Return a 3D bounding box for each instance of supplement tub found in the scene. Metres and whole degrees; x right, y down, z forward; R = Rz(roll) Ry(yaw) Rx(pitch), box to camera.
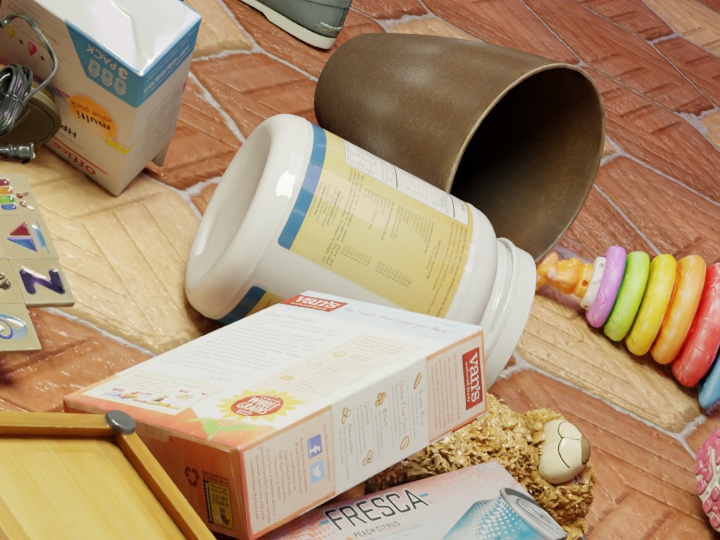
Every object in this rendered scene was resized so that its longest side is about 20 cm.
[{"bbox_3d":[0.000,0.000,1.398,0.200,0.145,0.145,27,22,-16],"label":"supplement tub"}]

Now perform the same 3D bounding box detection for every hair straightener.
[{"bbox_3d":[-0.235,-0.087,1.302,0.077,0.041,0.200,29,47,-15],"label":"hair straightener"}]

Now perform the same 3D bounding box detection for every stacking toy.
[{"bbox_3d":[0.222,0.022,1.746,0.200,0.116,0.110,18,22,0],"label":"stacking toy"}]

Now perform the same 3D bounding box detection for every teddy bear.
[{"bbox_3d":[0.066,0.105,1.296,0.200,0.067,0.145,27,25,-12],"label":"teddy bear"}]

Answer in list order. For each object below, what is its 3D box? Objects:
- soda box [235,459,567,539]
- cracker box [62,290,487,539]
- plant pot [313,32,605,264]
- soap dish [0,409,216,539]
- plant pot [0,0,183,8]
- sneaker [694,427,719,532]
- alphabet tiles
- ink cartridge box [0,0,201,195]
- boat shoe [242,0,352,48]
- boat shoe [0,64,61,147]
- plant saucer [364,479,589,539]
[{"bbox_3d":[0.016,0.162,1.141,0.200,0.064,0.068,-10,46,-44],"label":"soda box"},{"bbox_3d":[-0.043,0.074,1.156,0.134,0.058,0.200,11,24,40],"label":"cracker box"},{"bbox_3d":[0.062,-0.114,1.717,0.200,0.187,0.187,30,16,36],"label":"plant pot"},{"bbox_3d":[-0.134,0.146,0.992,0.157,0.081,0.200,7,32,-48],"label":"soap dish"},{"bbox_3d":[-0.228,-0.271,1.620,0.200,0.200,0.198,43,15,25],"label":"plant pot"},{"bbox_3d":[0.322,0.194,1.536,0.200,0.081,0.075,47,10,13],"label":"sneaker"},{"bbox_3d":[-0.262,-0.017,1.180,0.200,0.006,0.167,-1,51,-36],"label":"alphabet tiles"},{"bbox_3d":[-0.184,-0.130,1.440,0.115,0.200,0.068,36,61,7],"label":"ink cartridge box"},{"bbox_3d":[-0.097,-0.283,1.972,0.200,0.062,0.073,33,22,-1],"label":"boat shoe"},{"bbox_3d":[-0.283,-0.131,1.364,0.200,0.072,0.068,14,44,-40],"label":"boat shoe"},{"bbox_3d":[0.084,0.184,1.282,0.200,0.029,0.200,28,21,-12],"label":"plant saucer"}]
